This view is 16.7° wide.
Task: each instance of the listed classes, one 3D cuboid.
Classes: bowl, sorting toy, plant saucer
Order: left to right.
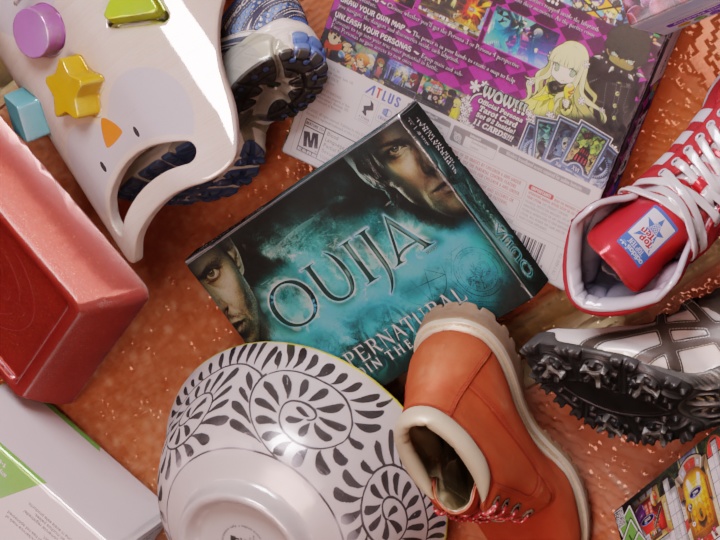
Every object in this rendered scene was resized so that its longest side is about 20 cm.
[{"bbox_3d":[-0.235,-0.014,1.555,0.200,0.037,0.200,49,149,4],"label":"plant saucer"},{"bbox_3d":[-0.141,-0.108,1.457,0.200,0.107,0.180,-42,66,40],"label":"sorting toy"},{"bbox_3d":[-0.055,0.154,1.527,0.201,0.094,0.201,13,121,22],"label":"bowl"}]

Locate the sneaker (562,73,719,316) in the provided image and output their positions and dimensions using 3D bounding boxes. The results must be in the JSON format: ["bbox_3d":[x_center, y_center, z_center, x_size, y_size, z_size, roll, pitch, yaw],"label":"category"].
[{"bbox_3d":[0.189,-0.050,1.376,0.071,0.112,0.200,42,114,10],"label":"sneaker"}]

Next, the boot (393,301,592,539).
[{"bbox_3d":[0.075,0.128,1.460,0.075,0.107,0.200,-13,123,26],"label":"boot"}]

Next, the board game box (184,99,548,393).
[{"bbox_3d":[0.000,0.000,1.492,0.200,0.028,0.135,-33,97,37],"label":"board game box"}]

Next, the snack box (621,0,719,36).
[{"bbox_3d":[0.222,-0.230,1.328,0.200,0.053,0.142,-21,77,26],"label":"snack box"}]

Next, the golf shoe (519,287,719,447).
[{"bbox_3d":[0.195,0.051,1.424,0.200,0.095,0.078,9,143,23],"label":"golf shoe"}]

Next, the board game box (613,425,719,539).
[{"bbox_3d":[0.203,0.151,1.385,0.200,0.023,0.105,127,133,-58],"label":"board game box"}]

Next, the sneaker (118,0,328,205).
[{"bbox_3d":[-0.089,-0.109,1.507,0.200,0.077,0.085,-40,53,41],"label":"sneaker"}]

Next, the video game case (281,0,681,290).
[{"bbox_3d":[0.070,-0.110,1.452,0.200,0.036,0.181,26,114,15],"label":"video game case"}]

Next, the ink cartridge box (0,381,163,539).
[{"bbox_3d":[-0.243,0.197,1.645,0.145,0.084,0.200,40,115,9],"label":"ink cartridge box"}]
